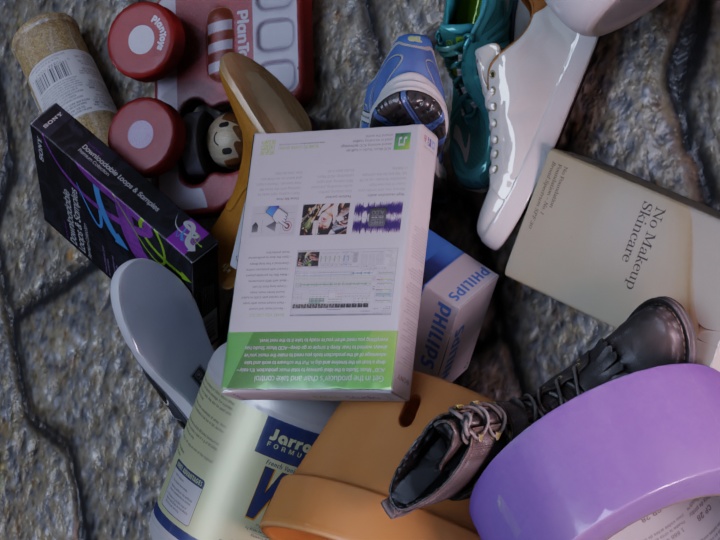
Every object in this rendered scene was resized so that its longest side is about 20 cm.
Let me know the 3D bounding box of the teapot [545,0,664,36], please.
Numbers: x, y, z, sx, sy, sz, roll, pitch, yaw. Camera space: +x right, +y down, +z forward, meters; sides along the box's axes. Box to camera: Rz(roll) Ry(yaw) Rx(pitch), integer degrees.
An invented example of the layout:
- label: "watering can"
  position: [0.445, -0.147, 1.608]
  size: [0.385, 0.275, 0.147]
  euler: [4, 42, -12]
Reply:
- label: "teapot"
  position: [0.181, -0.269, 1.591]
  size: [0.197, 0.200, 0.147]
  euler: [-34, 83, -11]

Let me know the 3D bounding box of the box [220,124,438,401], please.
- label: "box"
  position: [-0.022, -0.005, 1.659]
  size: [0.143, 0.036, 0.202]
  euler: [-1, 72, 28]

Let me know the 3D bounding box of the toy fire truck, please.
- label: "toy fire truck"
  position: [-0.116, -0.147, 1.925]
  size: [0.166, 0.112, 0.202]
  euler: [-6, 78, 22]

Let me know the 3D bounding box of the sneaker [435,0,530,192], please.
- label: "sneaker"
  position: [0.085, -0.160, 1.752]
  size: [0.077, 0.079, 0.202]
  euler: [-6, 79, 41]

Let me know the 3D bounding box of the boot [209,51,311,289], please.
- label: "boot"
  position: [-0.089, -0.062, 1.859]
  size: [0.144, 0.071, 0.202]
  euler: [-36, 89, 34]

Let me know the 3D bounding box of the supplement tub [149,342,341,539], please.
- label: "supplement tub"
  position: [-0.070, 0.142, 1.795]
  size: [0.145, 0.144, 0.202]
  euler: [30, 103, 41]

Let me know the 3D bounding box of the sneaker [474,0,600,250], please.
- label: "sneaker"
  position: [0.113, -0.117, 1.701]
  size: [0.084, 0.073, 0.202]
  euler: [21, 83, 3]

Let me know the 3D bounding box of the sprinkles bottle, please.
- label: "sprinkles bottle"
  position: [-0.254, -0.142, 2.064]
  size: [0.068, 0.068, 0.201]
  euler: [-45, 56, 27]

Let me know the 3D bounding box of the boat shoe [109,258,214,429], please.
- label: "boat shoe"
  position: [-0.151, 0.075, 1.877]
  size: [0.066, 0.200, 0.070]
  euler: [-1, 42, 54]

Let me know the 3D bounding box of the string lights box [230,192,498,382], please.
- label: "string lights box"
  position: [0.000, 0.000, 1.747]
  size: [0.199, 0.059, 0.103]
  euler: [34, 134, 19]

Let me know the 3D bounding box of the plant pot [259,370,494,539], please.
- label: "plant pot"
  position: [0.042, 0.161, 1.675]
  size: [0.199, 0.200, 0.141]
  euler: [8, 70, 42]

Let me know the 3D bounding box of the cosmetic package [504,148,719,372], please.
- label: "cosmetic package"
  position: [0.208, -0.005, 1.619]
  size: [0.199, 0.073, 0.104]
  euler: [26, 100, 43]

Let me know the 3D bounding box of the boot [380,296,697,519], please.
- label: "boot"
  position: [0.120, 0.098, 1.530]
  size: [0.200, 0.173, 0.069]
  euler: [-53, 58, 32]

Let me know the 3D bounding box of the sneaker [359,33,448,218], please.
- label: "sneaker"
  position: [0.035, -0.103, 1.753]
  size: [0.200, 0.075, 0.078]
  euler: [107, 168, -59]

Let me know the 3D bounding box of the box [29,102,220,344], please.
- label: "box"
  position: [-0.197, -0.034, 1.917]
  size: [0.200, 0.036, 0.143]
  euler: [41, 154, 23]

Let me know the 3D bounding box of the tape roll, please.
- label: "tape roll"
  position: [0.179, 0.156, 1.530]
  size: [0.200, 0.199, 0.085]
  euler: [-44, 55, 27]
